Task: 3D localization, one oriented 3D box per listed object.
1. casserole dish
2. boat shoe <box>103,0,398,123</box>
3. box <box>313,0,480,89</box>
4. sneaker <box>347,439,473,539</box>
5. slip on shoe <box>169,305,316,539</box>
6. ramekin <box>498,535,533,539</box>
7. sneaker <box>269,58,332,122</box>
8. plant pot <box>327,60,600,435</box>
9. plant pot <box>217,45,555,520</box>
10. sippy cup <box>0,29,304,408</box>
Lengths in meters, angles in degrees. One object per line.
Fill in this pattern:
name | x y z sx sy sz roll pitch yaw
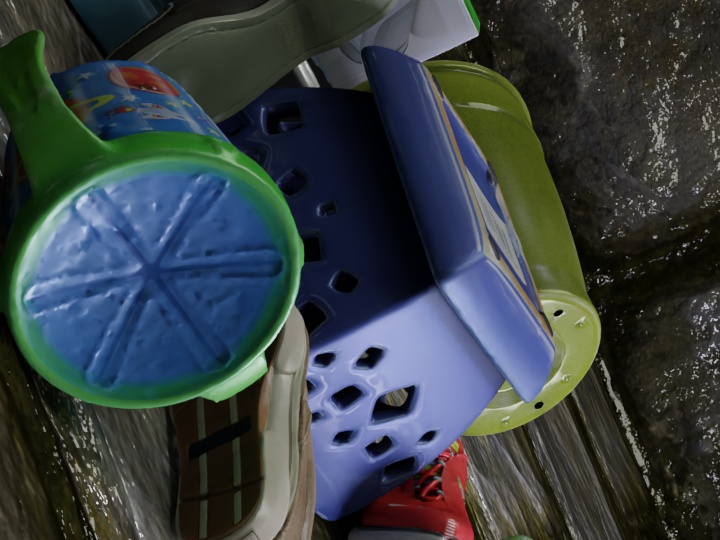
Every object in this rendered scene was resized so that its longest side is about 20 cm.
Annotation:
casserole dish | -0.142 -0.172 1.518 0.200 0.039 0.122 56 14 -45
boat shoe | -0.072 -0.141 1.425 0.061 0.200 0.072 48 -21 40
box | -0.029 -0.234 1.861 0.097 0.176 0.201 -72 138 -79
sneaker | 0.036 0.137 1.555 0.200 0.077 0.085 -141 -114 -84
slip on shoe | -0.053 0.090 1.275 0.061 0.076 0.200 54 18 -31
ramekin | 0.098 0.270 1.604 0.200 0.097 0.201 -23 90 -80
sneaker | -0.033 -0.113 1.775 0.112 0.073 0.201 -63 144 -44
plant pot | 0.063 -0.001 1.648 0.193 0.200 0.201 60 4 40
plant pot | 0.000 0.000 1.469 0.200 0.179 0.201 52 17 -56
sippy cup | -0.107 -0.028 1.139 0.131 0.139 0.179 -117 -152 -54
